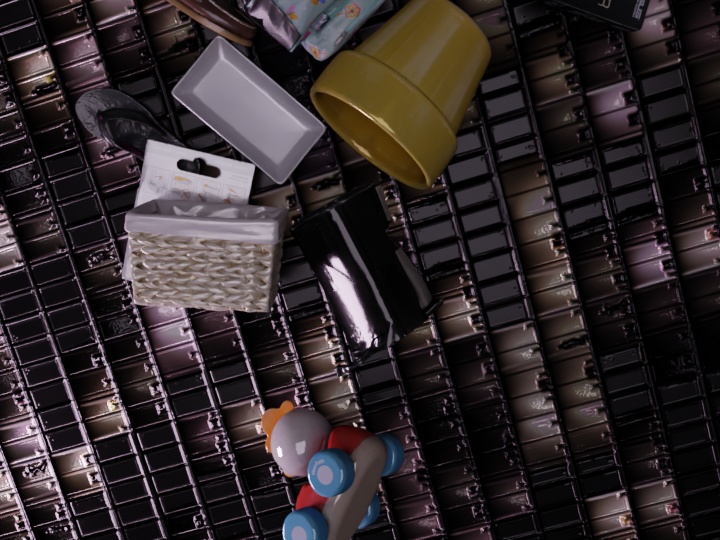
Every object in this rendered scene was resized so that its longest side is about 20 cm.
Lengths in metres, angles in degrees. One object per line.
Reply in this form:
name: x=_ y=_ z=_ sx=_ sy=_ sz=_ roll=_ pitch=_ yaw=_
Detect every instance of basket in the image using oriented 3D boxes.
basket: x=-0.199 y=-0.021 z=1.072 sx=0.196 sy=0.136 sz=0.126 roll=3 pitch=102 yaw=0

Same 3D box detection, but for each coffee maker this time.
coffee maker: x=0.000 y=0.000 z=1.080 sx=0.134 sy=0.192 sz=0.202 roll=-27 pitch=96 yaw=24

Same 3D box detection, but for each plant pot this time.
plant pot: x=0.066 y=-0.240 z=1.044 sx=0.200 sy=0.201 sz=0.190 roll=38 pitch=84 yaw=-4

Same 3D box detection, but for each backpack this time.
backpack: x=-0.046 y=-0.377 z=1.028 sx=0.153 sy=0.176 sz=0.201 roll=36 pitch=101 yaw=-20

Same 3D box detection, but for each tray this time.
tray: x=-0.155 y=-0.222 z=1.127 sx=0.199 sy=0.022 sz=0.108 roll=40 pitch=84 yaw=-4

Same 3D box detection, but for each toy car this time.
toy car: x=-0.073 y=0.279 z=1.168 sx=0.199 sy=0.184 sz=0.179 roll=29 pitch=103 yaw=28

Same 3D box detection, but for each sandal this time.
sandal: x=-0.313 y=-0.191 z=1.137 sx=0.199 sy=0.048 sz=0.076 roll=33 pitch=101 yaw=-3

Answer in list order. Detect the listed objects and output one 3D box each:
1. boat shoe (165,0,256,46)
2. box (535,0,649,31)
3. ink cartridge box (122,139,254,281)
boat shoe: x=-0.223 y=-0.377 z=1.088 sx=0.198 sy=0.070 sz=0.071 roll=30 pitch=104 yaw=-2
box: x=0.315 y=-0.427 z=1.030 sx=0.158 sy=0.043 sz=0.203 roll=10 pitch=101 yaw=-25
ink cartridge box: x=-0.241 y=-0.069 z=1.154 sx=0.160 sy=0.057 sz=0.203 roll=13 pitch=95 yaw=-2
